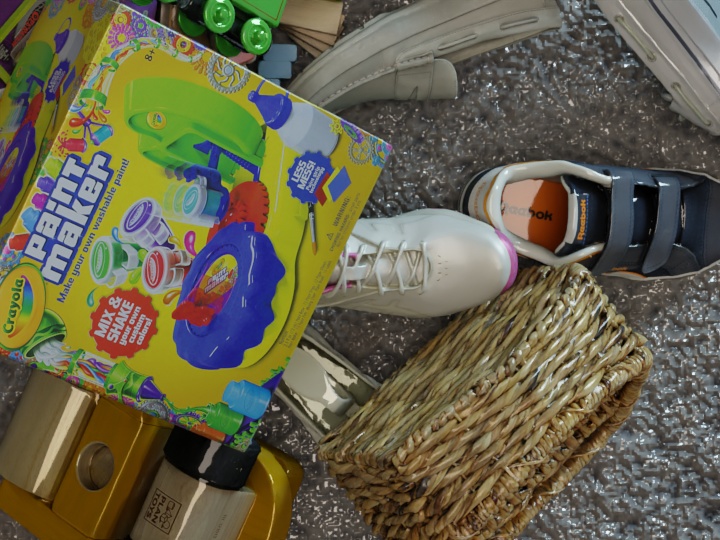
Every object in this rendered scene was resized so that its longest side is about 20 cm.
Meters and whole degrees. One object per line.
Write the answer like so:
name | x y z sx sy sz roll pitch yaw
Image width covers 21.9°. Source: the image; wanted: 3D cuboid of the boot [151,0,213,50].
boot | -0.103 -0.117 1.177 0.075 0.074 0.201 -4 104 -13

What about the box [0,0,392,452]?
box | -0.123 -0.032 1.081 0.192 0.122 0.201 24 92 -30

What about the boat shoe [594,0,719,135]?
boat shoe | 0.232 -0.132 1.244 0.067 0.074 0.200 -28 107 34

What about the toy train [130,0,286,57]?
toy train | -0.123 -0.187 1.089 0.200 0.042 0.057 28 75 -37

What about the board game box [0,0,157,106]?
board game box | -0.178 -0.155 1.103 0.119 0.032 0.201 3 105 -32

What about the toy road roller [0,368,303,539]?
toy road roller | -0.130 0.139 1.235 0.199 0.146 0.123 28 95 32

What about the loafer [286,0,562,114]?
loafer | 0.040 -0.142 1.226 0.199 0.070 0.070 -30 88 0

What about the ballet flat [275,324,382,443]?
ballet flat | -0.008 0.097 1.249 0.200 0.069 0.070 41 92 -6

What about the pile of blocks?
pile of blocks | -0.060 -0.156 1.223 0.082 0.062 0.200 35 93 -5

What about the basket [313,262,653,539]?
basket | 0.101 0.110 1.184 0.200 0.143 0.149 -41 104 -23

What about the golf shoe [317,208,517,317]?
golf shoe | 0.000 0.000 1.203 0.199 0.092 0.076 1 101 16

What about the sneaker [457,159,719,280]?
sneaker | 0.167 -0.033 1.238 0.199 0.079 0.079 1 92 -4
